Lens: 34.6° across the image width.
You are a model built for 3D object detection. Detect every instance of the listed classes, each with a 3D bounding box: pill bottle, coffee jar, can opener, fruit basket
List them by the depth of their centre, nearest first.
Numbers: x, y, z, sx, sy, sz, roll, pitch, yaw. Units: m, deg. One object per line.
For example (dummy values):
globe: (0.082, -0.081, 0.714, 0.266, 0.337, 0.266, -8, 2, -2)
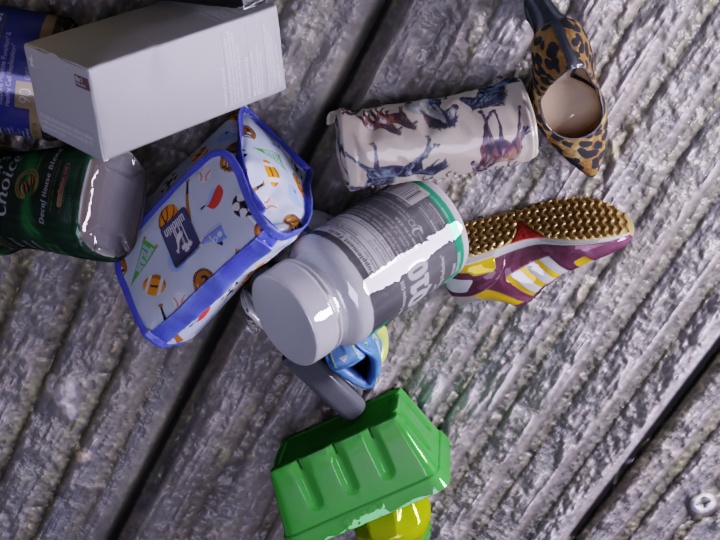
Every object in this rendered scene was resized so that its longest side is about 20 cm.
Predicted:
pill bottle: (-0.357, -0.185, 1.026, 0.197, 0.112, 0.113, 8, 120, -9)
coffee jar: (-0.296, -0.064, 1.063, 0.198, 0.106, 0.085, 2, 169, 33)
pill bottle: (0.000, 0.000, 1.105, 0.199, 0.113, 0.114, -33, 127, -30)
can opener: (-0.057, 0.082, 1.238, 0.066, 0.053, 0.200, -32, 118, 14)
fruit basket: (0.017, 0.259, 1.305, 0.213, 0.156, 0.218, 1, 105, 4)

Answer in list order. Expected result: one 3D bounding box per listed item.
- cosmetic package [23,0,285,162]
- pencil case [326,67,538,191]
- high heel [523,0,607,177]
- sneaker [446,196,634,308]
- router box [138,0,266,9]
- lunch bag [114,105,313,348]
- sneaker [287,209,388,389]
cosmetic package: (-0.173, -0.174, 0.992, 0.199, 0.106, 0.091, -29, 128, -32)
pencil case: (0.067, -0.132, 1.107, 0.197, 0.090, 0.078, -9, 148, 2)
high heel: (0.197, -0.147, 1.068, 0.071, 0.143, 0.201, -20, 120, 8)
sneaker: (0.184, -0.014, 1.195, 0.197, 0.075, 0.091, -8, 129, 8)
router box: (-0.147, -0.320, 0.941, 0.149, 0.062, 0.202, 16, 131, 40)
lunch bag: (-0.136, -0.038, 1.077, 0.170, 0.201, 0.124, -41, 116, 20)
sneaker: (-0.018, 0.037, 1.184, 0.075, 0.105, 0.201, -23, 120, 10)
